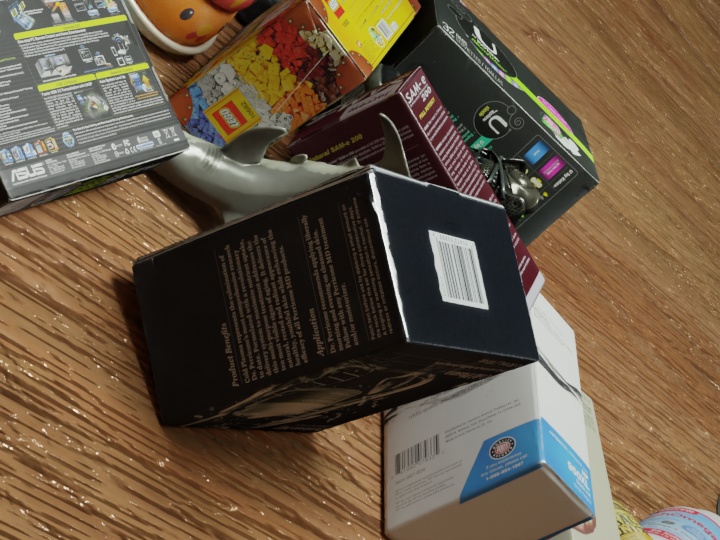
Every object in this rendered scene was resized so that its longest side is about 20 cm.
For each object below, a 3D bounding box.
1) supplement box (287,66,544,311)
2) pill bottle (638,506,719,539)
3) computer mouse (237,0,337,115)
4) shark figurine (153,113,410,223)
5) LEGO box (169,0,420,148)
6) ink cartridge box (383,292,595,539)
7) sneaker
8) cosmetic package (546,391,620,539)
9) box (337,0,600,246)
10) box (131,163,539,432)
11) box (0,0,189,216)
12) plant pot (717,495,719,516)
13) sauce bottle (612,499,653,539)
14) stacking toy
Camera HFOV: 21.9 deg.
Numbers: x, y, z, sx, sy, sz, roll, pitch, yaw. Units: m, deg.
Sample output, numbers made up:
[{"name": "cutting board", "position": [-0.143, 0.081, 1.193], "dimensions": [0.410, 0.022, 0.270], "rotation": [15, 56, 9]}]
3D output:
[{"name": "supplement box", "position": [0.044, -0.043, 1.433], "dimensions": [0.200, 0.109, 0.061], "rotation": [59, 30, -15]}, {"name": "pill bottle", "position": [0.286, 0.278, 1.715], "dimensions": [0.109, 0.109, 0.200], "rotation": [64, 24, 7]}, {"name": "computer mouse", "position": [-0.058, -0.228, 1.654], "dimensions": [0.200, 0.053, 0.139], "rotation": [49, 28, -25]}, {"name": "shark figurine", "position": [-0.057, -0.052, 1.371], "dimensions": [0.128, 0.214, 0.090], "rotation": [72, 24, -66]}, {"name": "LEGO box", "position": [-0.049, -0.175, 1.496], "dimensions": [0.077, 0.149, 0.200], "rotation": [53, 25, -11]}, {"name": "ink cartridge box", "position": [0.098, 0.124, 1.471], "dimensions": [0.084, 0.144, 0.200], "rotation": [45, 29, -34]}, {"name": "sneaker", "position": [0.076, -0.089, 1.493], "dimensions": [0.076, 0.114, 0.200], "rotation": [-78, 147, -59]}, {"name": "cosmetic package", "position": [0.148, 0.189, 1.551], "dimensions": [0.087, 0.103, 0.200], "rotation": [37, 32, -39]}, {"name": "box", "position": [0.090, -0.128, 1.604], "dimensions": [0.200, 0.124, 0.149], "rotation": [41, 19, -19]}, {"name": "box", "position": [-0.014, 0.028, 1.279], "dimensions": [0.200, 0.196, 0.124], "rotation": [11, 64, -59]}, {"name": "box", "position": [-0.213, -0.127, 1.220], "dimensions": [0.200, 0.044, 0.160], "rotation": [-25, 90, -58]}, {"name": "plant pot", "position": [0.508, 0.311, 2.077], "dimensions": [0.200, 0.135, 0.200], "rotation": [45, 29, -33]}, {"name": "sauce bottle", "position": [0.209, 0.232, 1.596], "dimensions": [0.066, 0.066, 0.200], "rotation": [46, 0, -31]}, {"name": "stacking toy", "position": [-0.090, -0.265, 1.442], "dimensions": [0.146, 0.200, 0.146], "rotation": [38, 42, -44]}]
